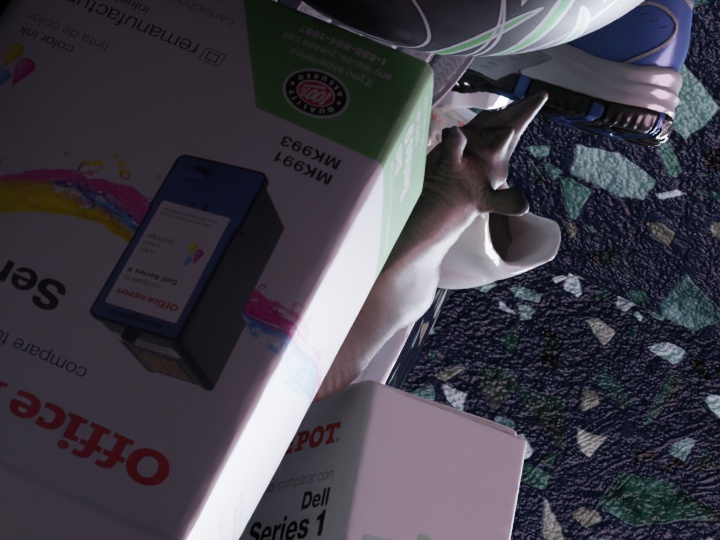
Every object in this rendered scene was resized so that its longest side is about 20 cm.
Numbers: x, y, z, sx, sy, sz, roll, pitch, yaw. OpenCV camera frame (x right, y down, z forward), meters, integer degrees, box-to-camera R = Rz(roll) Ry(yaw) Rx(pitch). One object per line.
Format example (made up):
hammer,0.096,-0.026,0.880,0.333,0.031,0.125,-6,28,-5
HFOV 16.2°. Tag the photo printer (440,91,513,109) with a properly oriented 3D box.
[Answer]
photo printer,0.039,-0.170,1.150,0.200,0.069,0.168,-119,-147,-67

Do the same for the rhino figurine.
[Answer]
rhino figurine,0.000,0.000,0.979,0.200,0.060,0.087,-41,-175,9

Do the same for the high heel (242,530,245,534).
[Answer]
high heel,-0.121,0.088,1.022,0.096,0.068,0.200,-35,-158,-9

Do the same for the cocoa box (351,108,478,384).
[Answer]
cocoa box,-0.041,0.001,1.209,0.201,0.133,0.131,-64,-175,-14

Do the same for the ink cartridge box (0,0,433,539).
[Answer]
ink cartridge box,-0.080,0.001,0.843,0.088,0.145,0.201,96,20,-61

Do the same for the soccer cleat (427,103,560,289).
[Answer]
soccer cleat,0.015,-0.054,1.071,0.200,0.077,0.070,41,50,-47

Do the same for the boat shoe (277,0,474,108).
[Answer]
boat shoe,-0.028,-0.066,0.970,0.200,0.074,0.067,-45,-159,-11

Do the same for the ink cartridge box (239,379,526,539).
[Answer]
ink cartridge box,-0.019,0.157,1.022,0.145,0.084,0.201,-19,-126,55

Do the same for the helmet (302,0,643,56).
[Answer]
helmet,0.037,-0.166,0.854,0.200,0.198,0.192,72,9,-82

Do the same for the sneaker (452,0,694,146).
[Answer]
sneaker,0.047,-0.114,1.028,0.078,0.199,0.076,-69,158,-1
